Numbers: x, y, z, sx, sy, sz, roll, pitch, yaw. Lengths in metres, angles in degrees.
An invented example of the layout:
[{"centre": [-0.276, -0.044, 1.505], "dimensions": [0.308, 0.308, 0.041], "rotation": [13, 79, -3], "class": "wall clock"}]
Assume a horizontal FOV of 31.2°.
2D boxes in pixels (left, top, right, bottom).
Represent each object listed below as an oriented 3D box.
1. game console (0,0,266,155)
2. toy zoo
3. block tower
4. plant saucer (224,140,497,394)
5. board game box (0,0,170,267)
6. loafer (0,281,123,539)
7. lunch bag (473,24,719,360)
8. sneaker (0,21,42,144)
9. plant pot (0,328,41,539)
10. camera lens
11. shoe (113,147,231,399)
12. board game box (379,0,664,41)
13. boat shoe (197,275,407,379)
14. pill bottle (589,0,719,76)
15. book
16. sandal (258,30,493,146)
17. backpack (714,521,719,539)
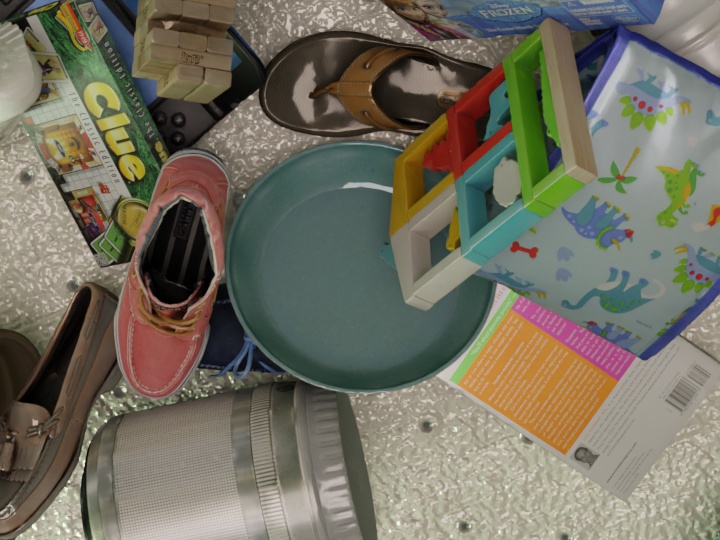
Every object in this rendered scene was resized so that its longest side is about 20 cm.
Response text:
[{"centre": [-0.186, -0.164, 0.915], "dimensions": [0.171, 0.118, 0.200], "rotation": [-40, 99, 10], "class": "game console"}, {"centre": [0.075, -0.061, 0.869], "dimensions": [0.020, 0.131, 0.200], "rotation": [22, 138, -29], "class": "toy zoo"}, {"centre": [-0.107, -0.213, 0.820], "dimensions": [0.054, 0.058, 0.200], "rotation": [5, 83, -23], "class": "block tower"}, {"centre": [0.000, 0.000, 0.952], "dimensions": [0.200, 0.036, 0.200], "rotation": [1, 68, -3], "class": "plant saucer"}, {"centre": [-0.194, -0.097, 0.940], "dimensions": [0.105, 0.023, 0.200], "rotation": [-11, 116, 31], "class": "board game box"}, {"centre": [-0.234, 0.098, 0.954], "dimensions": [0.072, 0.200, 0.063], "rotation": [5, 144, 34], "class": "loafer"}, {"centre": [0.188, -0.061, 0.891], "dimensions": [0.170, 0.128, 0.200], "rotation": [25, 133, -15], "class": "lunch bag"}, {"centre": [-0.267, -0.120, 0.903], "dimensions": [0.076, 0.200, 0.081], "rotation": [-42, 120, -24], "class": "sneaker"}, {"centre": [-0.358, 0.125, 0.968], "dimensions": [0.173, 0.200, 0.200], "rotation": [12, 104, 16], "class": "plant pot"}, {"centre": [-0.099, 0.172, 0.972], "dimensions": [0.200, 0.160, 0.160], "rotation": [-13, 103, 4], "class": "camera lens"}, {"centre": [-0.137, 0.018, 0.907], "dimensions": [0.071, 0.091, 0.200], "rotation": [14, 113, -6], "class": "shoe"}, {"centre": [0.060, -0.216, 0.819], "dimensions": [0.199, 0.200, 0.043], "rotation": [32, 73, -39], "class": "board game box"}, {"centre": [-0.060, 0.039, 0.985], "dimensions": [0.200, 0.069, 0.084], "rotation": [-11, 103, 4], "class": "boat shoe"}, {"centre": [0.190, -0.223, 0.894], "dimensions": [0.111, 0.111, 0.200], "rotation": [-34, 100, 9], "class": "pill bottle"}, {"centre": [0.164, 0.071, 1.001], "dimensions": [0.200, 0.048, 0.134], "rotation": [35, 99, -7], "class": "book"}, {"centre": [0.025, -0.128, 0.947], "dimensions": [0.200, 0.055, 0.082], "rotation": [12, 97, -1], "class": "sandal"}, {"centre": [0.330, 0.260, 1.000], "dimensions": [0.167, 0.127, 0.200], "rotation": [36, 103, 5], "class": "backpack"}]
